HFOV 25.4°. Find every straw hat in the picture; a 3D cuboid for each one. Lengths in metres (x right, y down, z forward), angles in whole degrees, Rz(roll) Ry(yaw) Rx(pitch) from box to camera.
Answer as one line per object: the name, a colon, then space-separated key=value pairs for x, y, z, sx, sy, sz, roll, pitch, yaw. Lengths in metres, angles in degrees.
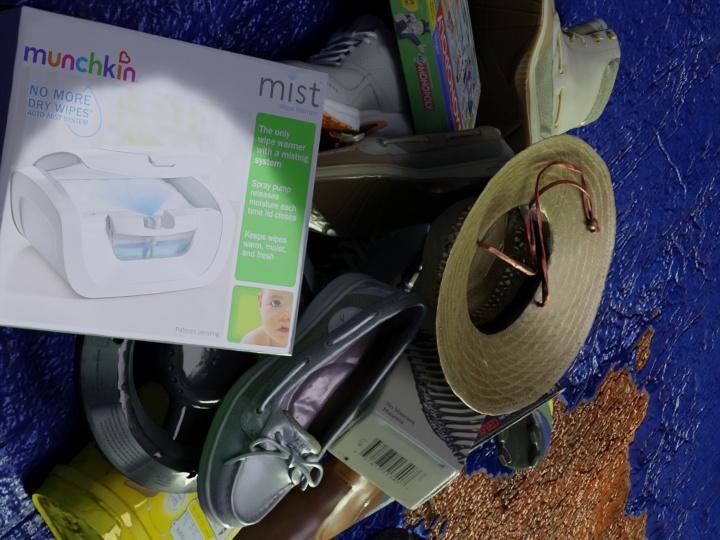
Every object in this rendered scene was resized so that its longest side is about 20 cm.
straw hat: x=0.090 y=-0.006 z=1.126 sx=0.201 sy=0.085 sz=0.201 roll=-21 pitch=120 yaw=-41

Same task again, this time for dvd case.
dvd case: x=0.077 y=0.162 z=1.415 sx=0.200 sy=0.022 sz=0.146 roll=-26 pitch=170 yaw=-44

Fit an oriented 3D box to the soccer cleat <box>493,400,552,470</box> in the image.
soccer cleat: x=0.159 y=0.096 z=1.544 sx=0.084 sy=0.065 sz=0.201 roll=-63 pitch=156 yaw=-65

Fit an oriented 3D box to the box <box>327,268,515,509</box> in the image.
box: x=0.057 y=0.070 z=1.162 sx=0.068 sy=0.082 sz=0.200 roll=-46 pitch=-169 yaw=46

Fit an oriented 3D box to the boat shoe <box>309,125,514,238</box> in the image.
boat shoe: x=0.026 y=-0.071 z=1.138 sx=0.200 sy=0.063 sz=0.073 roll=-7 pitch=148 yaw=-28

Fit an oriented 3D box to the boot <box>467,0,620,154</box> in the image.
boot: x=0.160 y=-0.199 z=1.348 sx=0.155 sy=0.072 sz=0.200 roll=-31 pitch=127 yaw=-45

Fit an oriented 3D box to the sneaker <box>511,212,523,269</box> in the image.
sneaker: x=0.137 y=0.009 z=1.300 sx=0.082 sy=0.074 sz=0.200 roll=-31 pitch=131 yaw=-41

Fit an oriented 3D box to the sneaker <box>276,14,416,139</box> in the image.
sneaker: x=-0.015 y=-0.144 z=1.150 sx=0.200 sy=0.076 sz=0.092 roll=4 pitch=95 yaw=-67

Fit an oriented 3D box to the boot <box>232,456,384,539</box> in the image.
boot: x=-0.016 y=0.165 z=1.234 sx=0.188 sy=0.069 sz=0.200 roll=-9 pitch=152 yaw=-45

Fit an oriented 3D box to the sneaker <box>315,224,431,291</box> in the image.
sneaker: x=0.000 y=0.000 z=1.251 sx=0.087 sy=0.074 sz=0.200 roll=15 pitch=98 yaw=-50

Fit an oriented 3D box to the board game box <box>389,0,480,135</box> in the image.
board game box: x=0.058 y=-0.176 z=1.206 sx=0.135 sy=0.029 sz=0.200 roll=-77 pitch=161 yaw=-45

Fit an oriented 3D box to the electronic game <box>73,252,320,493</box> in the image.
electronic game: x=-0.103 y=0.051 z=1.064 sx=0.200 sy=0.042 sz=0.200 roll=-13 pitch=110 yaw=-40

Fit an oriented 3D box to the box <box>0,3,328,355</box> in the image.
box: x=-0.135 y=-0.049 z=0.940 sx=0.200 sy=0.097 sz=0.177 roll=9 pitch=89 yaw=-33

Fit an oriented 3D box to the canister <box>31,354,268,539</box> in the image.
canister: x=-0.124 y=0.139 z=1.153 sx=0.200 sy=0.086 sz=0.149 roll=-48 pitch=140 yaw=-27

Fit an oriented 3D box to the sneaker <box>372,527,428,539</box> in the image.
sneaker: x=-0.001 y=0.304 z=1.426 sx=0.200 sy=0.077 sz=0.085 roll=-13 pitch=124 yaw=-49

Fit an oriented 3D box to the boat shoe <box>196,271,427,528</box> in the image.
boat shoe: x=-0.033 y=0.088 z=1.065 sx=0.202 sy=0.065 sz=0.074 roll=-51 pitch=130 yaw=-21
